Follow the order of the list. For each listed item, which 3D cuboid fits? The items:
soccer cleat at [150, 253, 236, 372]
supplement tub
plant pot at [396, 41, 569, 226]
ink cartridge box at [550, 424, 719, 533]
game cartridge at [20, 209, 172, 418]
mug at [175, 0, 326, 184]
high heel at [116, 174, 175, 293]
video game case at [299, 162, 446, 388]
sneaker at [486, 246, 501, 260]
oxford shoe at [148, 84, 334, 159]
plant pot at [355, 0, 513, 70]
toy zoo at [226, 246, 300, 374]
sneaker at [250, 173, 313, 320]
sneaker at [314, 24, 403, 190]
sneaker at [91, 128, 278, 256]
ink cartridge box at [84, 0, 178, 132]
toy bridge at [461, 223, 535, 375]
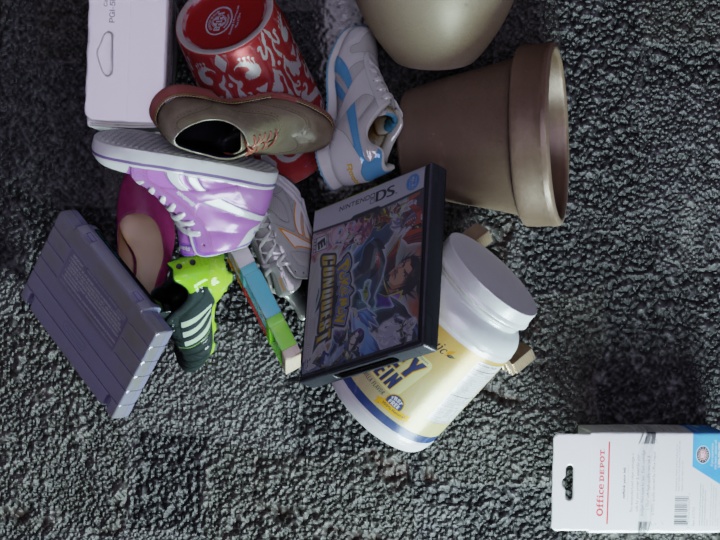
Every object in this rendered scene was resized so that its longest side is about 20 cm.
[{"bbox_3d":[-0.191,0.045,1.697,0.080,0.201,0.068,-11,57,-24],"label":"soccer cleat"},{"bbox_3d":[0.076,0.074,1.638,0.144,0.145,0.200,39,108,-5],"label":"supplement tub"},{"bbox_3d":[0.135,-0.146,1.716,0.172,0.200,0.203,-1,93,15],"label":"plant pot"},{"bbox_3d":[0.311,0.237,1.793,0.197,0.068,0.118,1,93,-4],"label":"ink cartridge box"},{"bbox_3d":[-0.285,0.044,1.687,0.200,0.038,0.130,48,118,28],"label":"game cartridge"},{"bbox_3d":[-0.122,-0.215,1.668,0.132,0.201,0.178,-26,52,-1],"label":"mug"},{"bbox_3d":[-0.244,-0.012,1.722,0.067,0.096,0.203,-8,94,12],"label":"high heel"},{"bbox_3d":[0.012,0.006,1.612,0.025,0.180,0.202,25,58,-38],"label":"video game case"},{"bbox_3d":[0.091,0.055,1.774,0.085,0.078,0.200,41,92,-21],"label":"sneaker"},{"bbox_3d":[-0.112,-0.135,1.574,0.198,0.075,0.071,1,128,-25],"label":"oxford shoe"},{"bbox_3d":[0.081,-0.295,1.700,0.198,0.201,0.136,-3,114,-4],"label":"plant pot"},{"bbox_3d":[-0.119,0.013,1.706,0.020,0.131,0.202,-27,81,-7],"label":"toy zoo"},{"bbox_3d":[-0.086,-0.026,1.693,0.075,0.093,0.200,-17,134,28],"label":"sneaker"},{"bbox_3d":[0.006,-0.179,1.686,0.080,0.077,0.202,-8,59,23],"label":"sneaker"},{"bbox_3d":[-0.187,-0.071,1.584,0.198,0.073,0.115,14,108,-25],"label":"sneaker"},{"bbox_3d":[-0.240,-0.221,1.663,0.082,0.200,0.149,3,94,-4],"label":"ink cartridge box"},{"bbox_3d":[0.137,0.040,1.735,0.067,0.027,0.201,-37,127,-18],"label":"toy bridge"}]
